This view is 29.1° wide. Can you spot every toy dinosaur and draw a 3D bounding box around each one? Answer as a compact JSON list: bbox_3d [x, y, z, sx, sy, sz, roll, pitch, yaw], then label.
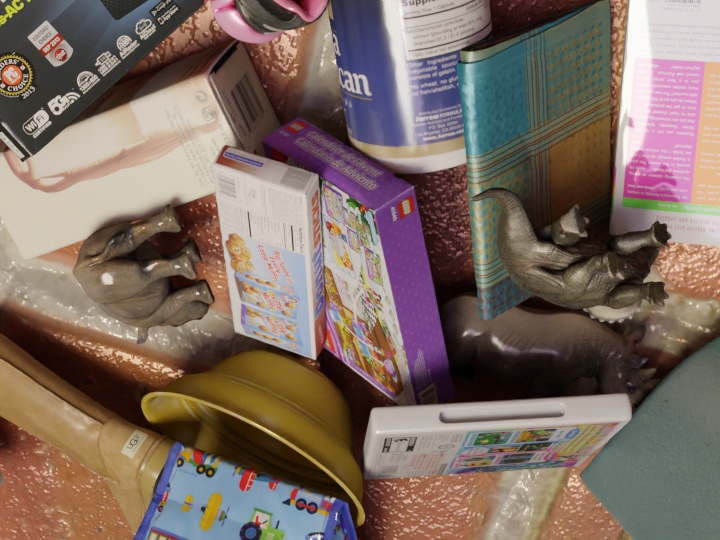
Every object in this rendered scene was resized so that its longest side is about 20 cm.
[{"bbox_3d":[0.147,-0.002,0.954,0.200,0.077,0.102,9,158,-32],"label":"toy dinosaur"}]

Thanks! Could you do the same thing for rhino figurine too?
[{"bbox_3d":[-0.161,0.012,1.064,0.087,0.200,0.060,-17,72,-1],"label":"rhino figurine"},{"bbox_3d":[0.147,0.068,1.074,0.199,0.060,0.088,10,121,4],"label":"rhino figurine"}]

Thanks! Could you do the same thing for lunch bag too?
[{"bbox_3d":[-0.075,0.230,1.140,0.150,0.094,0.200,16,162,17],"label":"lunch bag"}]

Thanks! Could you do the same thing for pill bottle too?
[{"bbox_3d":[0.033,-0.177,0.951,0.111,0.111,0.200,-4,115,12],"label":"pill bottle"}]

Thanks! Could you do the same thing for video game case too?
[{"bbox_3d":[0.094,0.127,1.047,0.182,0.200,0.024,-3,72,-3],"label":"video game case"}]

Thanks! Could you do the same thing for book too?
[{"bbox_3d":[0.249,-0.117,0.979,0.133,0.048,0.200,5,115,8],"label":"book"}]

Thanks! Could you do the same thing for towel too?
[{"bbox_3d":[0.126,-0.079,0.979,0.022,0.146,0.200,23,129,44],"label":"towel"}]

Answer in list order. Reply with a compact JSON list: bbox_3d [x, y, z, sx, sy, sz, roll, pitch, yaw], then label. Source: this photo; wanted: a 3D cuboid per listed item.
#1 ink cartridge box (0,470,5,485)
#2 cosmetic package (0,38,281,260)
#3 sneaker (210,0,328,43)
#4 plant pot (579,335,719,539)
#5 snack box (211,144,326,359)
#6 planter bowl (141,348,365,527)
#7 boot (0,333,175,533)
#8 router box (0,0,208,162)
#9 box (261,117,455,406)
[{"bbox_3d":[-0.385,0.152,1.184,0.200,0.068,0.116,-4,118,34],"label":"ink cartridge box"},{"bbox_3d":[-0.171,-0.091,1.038,0.200,0.103,0.087,-19,111,17],"label":"cosmetic package"},{"bbox_3d":[-0.065,-0.250,0.917,0.079,0.095,0.200,-24,111,-27],"label":"sneaker"},{"bbox_3d":[0.319,0.147,1.001,0.196,0.196,0.200,27,101,-24],"label":"plant pot"},{"bbox_3d":[-0.064,-0.008,1.013,0.072,0.024,0.200,18,145,14],"label":"snack box"},{"bbox_3d":[-0.069,0.121,1.113,0.200,0.084,0.201,24,156,12],"label":"planter bowl"},{"bbox_3d":[-0.243,0.140,1.185,0.200,0.066,0.175,28,146,11],"label":"boot"},{"bbox_3d":[-0.208,-0.196,0.956,0.200,0.062,0.150,-45,104,-13],"label":"router box"},{"bbox_3d":[0.000,0.000,1.016,0.137,0.039,0.200,35,148,43],"label":"box"}]
